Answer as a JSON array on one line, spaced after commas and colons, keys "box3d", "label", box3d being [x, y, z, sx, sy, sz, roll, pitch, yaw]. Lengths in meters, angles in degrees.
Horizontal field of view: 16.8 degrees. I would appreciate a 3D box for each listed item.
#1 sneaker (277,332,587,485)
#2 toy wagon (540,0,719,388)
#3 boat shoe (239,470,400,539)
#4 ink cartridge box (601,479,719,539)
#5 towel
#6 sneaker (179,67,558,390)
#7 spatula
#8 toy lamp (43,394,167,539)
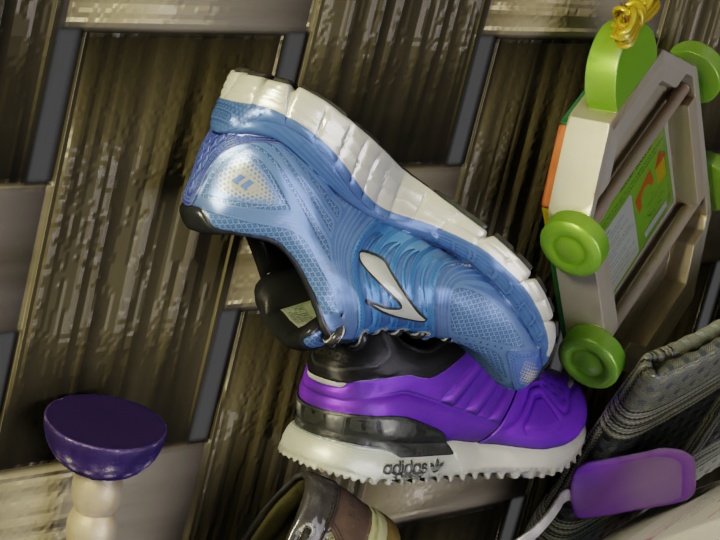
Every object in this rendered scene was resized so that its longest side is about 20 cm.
[{"box3d": [0.049, 0.041, 1.134, 0.199, 0.069, 0.100, -1, 104, -51], "label": "sneaker"}, {"box3d": [0.131, -0.048, 1.175, 0.155, 0.039, 0.201, -52, 141, -40], "label": "toy wagon"}, {"box3d": [-0.069, 0.172, 1.086, 0.066, 0.072, 0.201, 42, 91, -22], "label": "boat shoe"}, {"box3d": [0.192, 0.141, 1.204, 0.115, 0.200, 0.068, -26, 87, -39], "label": "ink cartridge box"}, {"box3d": [0.179, 0.063, 1.269, 0.199, 0.035, 0.193, -25, 154, -33], "label": "towel"}, {"box3d": [0.000, 0.000, 1.026, 0.200, 0.078, 0.090, 36, 84, -30], "label": "sneaker"}, {"box3d": [0.074, 0.132, 1.199, 0.199, 0.021, 0.057, -24, 146, -10], "label": "spatula"}, {"box3d": [-0.118, 0.154, 1.020, 0.058, 0.058, 0.202, -12, 121, -44], "label": "toy lamp"}]
